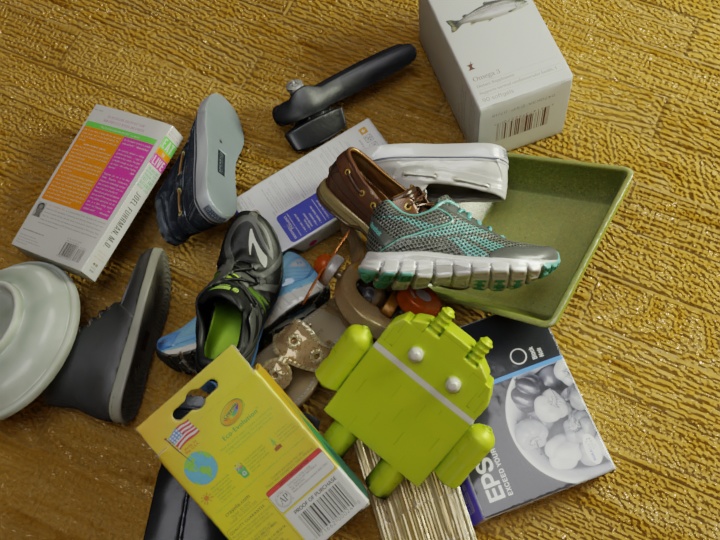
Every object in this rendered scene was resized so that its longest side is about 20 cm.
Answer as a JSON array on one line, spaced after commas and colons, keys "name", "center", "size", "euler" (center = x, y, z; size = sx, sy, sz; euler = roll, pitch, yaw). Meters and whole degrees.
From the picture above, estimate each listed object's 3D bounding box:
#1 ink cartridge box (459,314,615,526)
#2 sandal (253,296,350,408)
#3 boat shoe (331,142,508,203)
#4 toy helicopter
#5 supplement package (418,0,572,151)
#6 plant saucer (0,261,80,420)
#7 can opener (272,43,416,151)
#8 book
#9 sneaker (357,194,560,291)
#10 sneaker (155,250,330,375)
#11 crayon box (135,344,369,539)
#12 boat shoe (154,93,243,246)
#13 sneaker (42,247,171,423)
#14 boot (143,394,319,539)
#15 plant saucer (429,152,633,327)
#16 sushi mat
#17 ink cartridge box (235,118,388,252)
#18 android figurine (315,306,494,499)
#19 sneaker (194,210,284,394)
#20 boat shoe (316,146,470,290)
[{"name": "ink cartridge box", "center": [0.131, 0.153, 0.962], "size": [0.199, 0.043, 0.199], "euler": [-21, 66, -2]}, {"name": "sandal", "center": [-0.056, 0.069, 0.961], "size": [0.077, 0.070, 0.212], "euler": [30, 50, 25]}, {"name": "boat shoe", "center": [0.065, -0.098, 1.027], "size": [0.198, 0.072, 0.066], "euler": [-1, 72, 4]}, {"name": "toy helicopter", "center": [0.000, 0.000, 0.990], "size": [0.131, 0.079, 0.201], "euler": [18, 33, -22]}, {"name": "supplement package", "center": [0.154, -0.255, 1.093], "size": [0.116, 0.117, 0.201], "euler": [-20, 66, -3]}, {"name": "plant saucer", "center": [-0.404, 0.068, 1.012], "size": [0.199, 0.050, 0.201], "euler": [-12, 56, 18]}, {"name": "can opener", "center": [-0.020, -0.227, 1.139], "size": [0.199, 0.079, 0.063], "euler": [-35, 29, -13]}, {"name": "book", "center": [-0.309, -0.094, 1.085], "size": [0.133, 0.048, 0.201], "euler": [17, 70, 35]}, {"name": "sneaker", "center": [0.098, -0.030, 0.903], "size": [0.198, 0.078, 0.092], "euler": [2, 76, -5]}, {"name": "sneaker", "center": [-0.136, 0.044, 1.019], "size": [0.199, 0.079, 0.090], "euler": [-27, 65, -13]}, {"name": "crayon box", "center": [-0.101, 0.182, 0.884], "size": [0.127, 0.051, 0.200], "euler": [-40, 94, -1]}, {"name": "boat shoe", "center": [-0.196, -0.124, 1.098], "size": [0.090, 0.071, 0.201], "euler": [-26, 44, 26]}, {"name": "sneaker", "center": [-0.283, 0.062, 1.022], "size": [0.105, 0.075, 0.201], "euler": [9, 69, 10]}, {"name": "boot", "center": [-0.135, 0.237, 0.937], "size": [0.163, 0.066, 0.201], "euler": [4, 66, 10]}, {"name": "plant saucer", "center": [0.175, -0.030, 0.999], "size": [0.199, 0.048, 0.200], "euler": [14, 65, 44]}, {"name": "sushi mat", "center": [0.047, 0.203, 0.944], "size": [0.095, 0.012, 0.201], "euler": [-24, 69, 15]}, {"name": "ink cartridge box", "center": [-0.047, -0.091, 1.087], "size": [0.199, 0.037, 0.095], "euler": [-31, 68, -11]}, {"name": "android figurine", "center": [0.048, 0.126, 0.898], "size": [0.182, 0.041, 0.200], "euler": [40, 109, 4]}, {"name": "sneaker", "center": [-0.123, 0.026, 0.936], "size": [0.070, 0.083, 0.201], "euler": [9, 63, 4]}, {"name": "boat shoe", "center": [0.043, -0.055, 0.968], "size": [0.200, 0.068, 0.072], "euler": [38, 31, 15]}]
